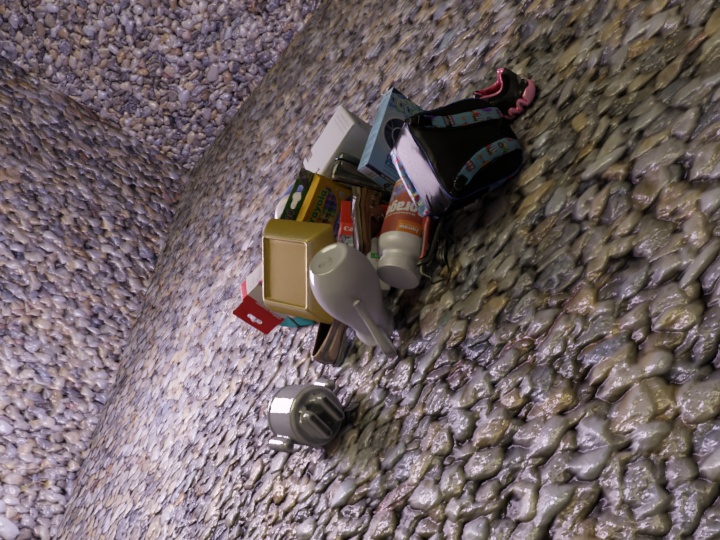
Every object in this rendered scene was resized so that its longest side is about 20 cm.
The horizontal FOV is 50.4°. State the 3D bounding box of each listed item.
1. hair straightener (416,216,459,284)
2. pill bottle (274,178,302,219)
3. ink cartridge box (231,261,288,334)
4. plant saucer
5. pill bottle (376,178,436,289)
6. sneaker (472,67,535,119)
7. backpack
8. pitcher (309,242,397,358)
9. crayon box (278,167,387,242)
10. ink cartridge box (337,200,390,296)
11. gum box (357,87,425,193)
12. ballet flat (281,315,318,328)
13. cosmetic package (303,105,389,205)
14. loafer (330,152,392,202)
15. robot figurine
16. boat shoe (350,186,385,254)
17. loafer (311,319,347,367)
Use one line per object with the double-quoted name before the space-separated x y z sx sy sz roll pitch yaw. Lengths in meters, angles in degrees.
"hair straightener" 0.147 -0.061 1.381 0.041 0.076 0.202 125 157 -57
"pill bottle" -0.133 -0.134 1.741 0.112 0.112 0.200 -49 10 22
"ink cartridge box" -0.191 0.040 1.737 0.200 0.116 0.068 -44 32 16
"plant saucer" -0.139 0.001 1.569 0.198 0.048 0.203 9 102 43
"pill bottle" 0.095 -0.072 1.456 0.112 0.111 0.202 -25 41 53
"sneaker" 0.237 -0.300 1.457 0.200 0.095 0.079 -50 27 24
"backpack" 0.178 -0.205 1.360 0.198 0.184 0.135 -25 -13 -26
"pitcher" -0.003 0.059 1.397 0.121 0.201 0.172 -35 33 -2
"crayon box" -0.057 -0.121 1.623 0.127 0.198 0.052 -65 22 11
"ink cartridge box" 0.008 -0.053 1.542 0.050 0.107 0.203 111 163 -70
"gum box" 0.096 -0.251 1.589 0.044 0.169 0.202 -23 43 54
"ballet flat" -0.146 0.097 1.808 0.199 0.076 0.064 -5 48 52
"cosmetic package" 0.002 -0.232 1.717 0.166 0.199 0.165 -53 25 13
"loafer" 0.027 -0.176 1.608 0.064 0.198 0.072 -67 13 -14
"robot figurine" -0.109 0.275 1.461 0.170 0.113 0.199 -48 17 -27
"boat shoe" 0.018 -0.103 1.489 0.201 0.067 0.073 -93 8 -50
"loafer" -0.058 0.095 1.580 0.072 0.062 0.203 -16 63 55
